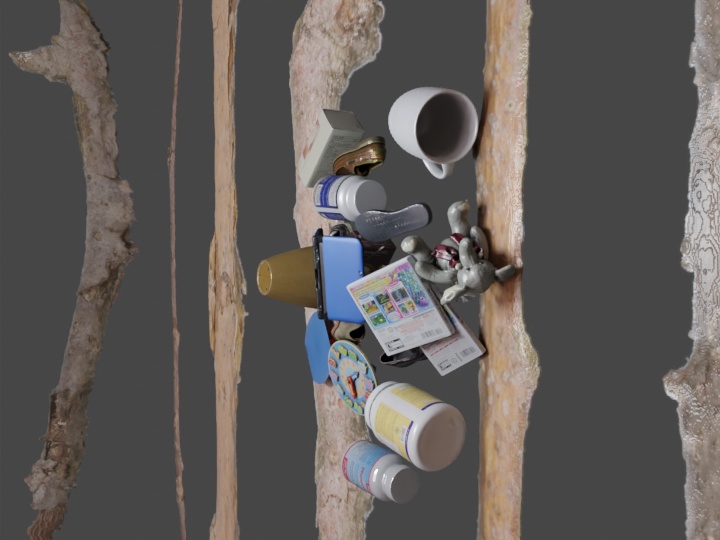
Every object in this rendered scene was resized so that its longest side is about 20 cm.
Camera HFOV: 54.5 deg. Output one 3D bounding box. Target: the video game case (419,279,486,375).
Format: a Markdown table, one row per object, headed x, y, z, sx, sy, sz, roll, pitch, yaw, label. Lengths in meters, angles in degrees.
| x | y | z | sx | sy | sz | roll | pitch | yaw | label |
| --- | --- | --- | --- | --- | --- | --- | --- | --- | --- |
| 0.155 | 0.116 | 1.466 | 0.200 | 0.018 | 0.143 | 52 | 140 | 3 | video game case |

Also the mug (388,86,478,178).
| x | y | z | sx | sy | sz | roll | pitch | yaw | label |
| --- | --- | --- | --- | --- | --- | --- | --- | --- | --- |
| 0.146 | -0.286 | 1.469 | 0.175 | 0.148 | 0.200 | 37 | 151 | 60 | mug |

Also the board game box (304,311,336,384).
| x | y | z | sx | sy | sz | roll | pitch | yaw | label |
| --- | --- | --- | --- | --- | --- | --- | --- | --- | --- |
| -0.101 | 0.215 | 1.940 | 0.158 | 0.039 | 0.200 | 122 | 141 | -47 | board game box |

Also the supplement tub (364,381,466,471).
| x | y | z | sx | sy | sz | roll | pitch | yaw | label |
| --- | --- | --- | --- | --- | --- | --- | --- | --- | --- |
| 0.113 | 0.327 | 1.502 | 0.200 | 0.145 | 0.146 | 19 | 106 | 56 | supplement tub |

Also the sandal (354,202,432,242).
| x | y | z | sx | sy | sz | roll | pitch | yaw | label |
| --- | --- | --- | --- | --- | --- | --- | --- | --- | --- |
| 0.078 | -0.110 | 1.612 | 0.200 | 0.043 | 0.076 | -6 | 102 | 32 | sandal |

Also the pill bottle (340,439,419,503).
| x | y | z | sx | sy | sz | roll | pitch | yaw | label |
| --- | --- | --- | --- | --- | --- | --- | --- | --- | --- |
| 0.046 | 0.473 | 1.641 | 0.200 | 0.109 | 0.109 | 6 | 95 | 58 | pill bottle |

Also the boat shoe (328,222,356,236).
| x | y | z | sx | sy | sz | roll | pitch | yaw | label |
| --- | --- | --- | --- | --- | --- | --- | --- | --- | --- |
| -0.052 | -0.082 | 1.810 | 0.200 | 0.065 | 0.072 | -138 | 54 | -64 | boat shoe |

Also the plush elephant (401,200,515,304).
| x | y | z | sx | sy | sz | roll | pitch | yaw | label |
| --- | --- | --- | --- | --- | --- | --- | --- | --- | --- |
| 0.200 | -0.014 | 1.357 | 0.200 | 0.165 | 0.155 | 65 | 165 | -14 | plush elephant |

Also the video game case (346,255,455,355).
| x | y | z | sx | sy | sz | roll | pitch | yaw | label |
| --- | --- | --- | --- | --- | --- | --- | --- | --- | --- |
| 0.081 | 0.079 | 1.474 | 0.200 | 0.024 | 0.182 | -26 | 97 | 46 | video game case |

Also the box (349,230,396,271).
| x | y | z | sx | sy | sz | roll | pitch | yaw | label |
| --- | --- | --- | --- | --- | --- | --- | --- | --- | --- |
| 0.000 | 0.000 | 1.720 | 0.075 | 0.100 | 0.200 | 55 | 135 | 40 | box |

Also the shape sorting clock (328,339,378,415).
| x | y | z | sx | sy | sz | roll | pitch | yaw | label |
| --- | --- | --- | --- | --- | --- | --- | --- | --- | --- |
| -0.021 | 0.271 | 1.759 | 0.200 | 0.039 | 0.200 | 25 | 126 | 41 | shape sorting clock |

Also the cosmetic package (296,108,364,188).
| x | y | z | sx | sy | sz | roll | pitch | yaw | label |
| --- | --- | --- | --- | --- | --- | --- | --- | --- | --- |
| -0.083 | -0.318 | 1.845 | 0.200 | 0.103 | 0.087 | -58 | 46 | 38 | cosmetic package |

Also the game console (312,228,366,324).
| x | y | z | sx | sy | sz | roll | pitch | yaw | label |
| --- | --- | --- | --- | --- | --- | --- | --- | --- | --- |
| -0.046 | 0.009 | 1.623 | 0.171 | 0.118 | 0.200 | -83 | -9 | -77 | game console |

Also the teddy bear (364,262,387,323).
| x | y | z | sx | sy | sz | roll | pitch | yaw | label |
| --- | --- | --- | --- | --- | --- | --- | --- | --- | --- |
| 0.047 | 0.057 | 1.630 | 0.145 | 0.200 | 0.067 | -9 | 38 | 27 | teddy bear |

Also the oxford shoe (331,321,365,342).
| x | y | z | sx | sy | sz | roll | pitch | yaw | label |
| --- | --- | --- | --- | --- | --- | --- | --- | --- | --- |
| -0.026 | 0.155 | 1.748 | 0.075 | 0.070 | 0.200 | 52 | 165 | 21 | oxford shoe |

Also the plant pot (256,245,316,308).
| x | y | z | sx | sy | sz | roll | pitch | yaw | label |
| --- | --- | --- | --- | --- | --- | --- | --- | --- | --- |
| -0.170 | 0.018 | 1.895 | 0.186 | 0.200 | 0.187 | 1 | 91 | 56 | plant pot |

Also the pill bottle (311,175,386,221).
| x | y | z | sx | sy | sz | roll | pitch | yaw | label |
| --- | --- | --- | --- | --- | --- | --- | --- | --- | --- |
| -0.028 | -0.180 | 1.746 | 0.200 | 0.116 | 0.116 | 13 | 101 | 57 | pill bottle |

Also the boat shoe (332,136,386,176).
| x | y | z | sx | sy | sz | roll | pitch | yaw | label |
| --- | --- | --- | --- | --- | --- | --- | --- | --- | --- |
| -0.009 | -0.268 | 1.755 | 0.200 | 0.072 | 0.068 | -25 | 68 | 55 | boat shoe |

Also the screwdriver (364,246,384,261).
| x | y | z | sx | sy | sz | roll | pitch | yaw | label |
| --- | --- | --- | --- | --- | --- | --- | --- | --- | --- |
| -0.003 | -0.017 | 1.617 | 0.200 | 0.028 | 0.029 | -39 | 35 | 44 | screwdriver |

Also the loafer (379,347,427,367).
| x | y | z | sx | sy | sz | roll | pitch | yaw | label |
| --- | --- | --- | --- | --- | --- | --- | --- | --- | --- |
| 0.115 | 0.173 | 1.573 | 0.200 | 0.063 | 0.072 | -43 | 56 | 49 | loafer |
